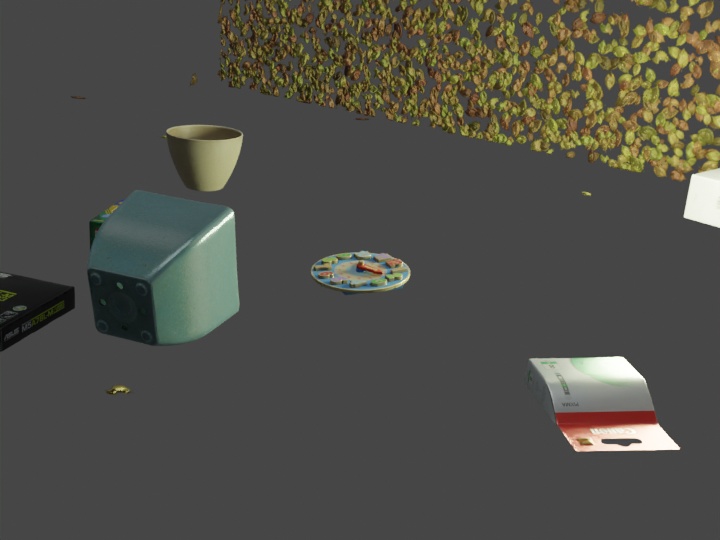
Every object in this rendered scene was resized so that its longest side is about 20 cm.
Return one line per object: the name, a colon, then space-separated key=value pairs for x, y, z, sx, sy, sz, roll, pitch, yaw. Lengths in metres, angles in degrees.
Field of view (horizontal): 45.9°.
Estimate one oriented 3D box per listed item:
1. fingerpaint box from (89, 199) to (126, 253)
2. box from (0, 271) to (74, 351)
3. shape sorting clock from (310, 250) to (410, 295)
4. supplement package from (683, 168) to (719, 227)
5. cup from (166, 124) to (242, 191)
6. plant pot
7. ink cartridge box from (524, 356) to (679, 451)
fingerpaint box: x=-0.432 y=-0.084 z=1.755 sx=0.196 sy=0.075 sz=0.167 roll=7 pitch=20 yaw=6
box: x=-0.599 y=0.058 z=1.372 sx=0.196 sy=0.048 sz=0.193 roll=11 pitch=23 yaw=14
shape sorting clock: x=0.000 y=0.000 z=1.671 sx=0.196 sy=0.040 sz=0.201 roll=4 pitch=20 yaw=-1
supplement package: x=0.990 y=-0.201 z=2.315 sx=0.198 sy=0.124 sz=0.119 roll=-15 pitch=27 yaw=-41
cup: x=-0.408 y=-0.290 z=2.222 sx=0.196 sy=0.146 sz=0.201 roll=5 pitch=20 yaw=-2
plant pot: x=-0.326 y=0.013 z=1.360 sx=0.192 sy=0.200 sz=0.200 roll=10 pitch=30 yaw=16
ink cartridge box: x=0.344 y=0.187 z=1.223 sx=0.157 sy=0.051 sz=0.200 roll=1 pitch=18 yaw=-10
